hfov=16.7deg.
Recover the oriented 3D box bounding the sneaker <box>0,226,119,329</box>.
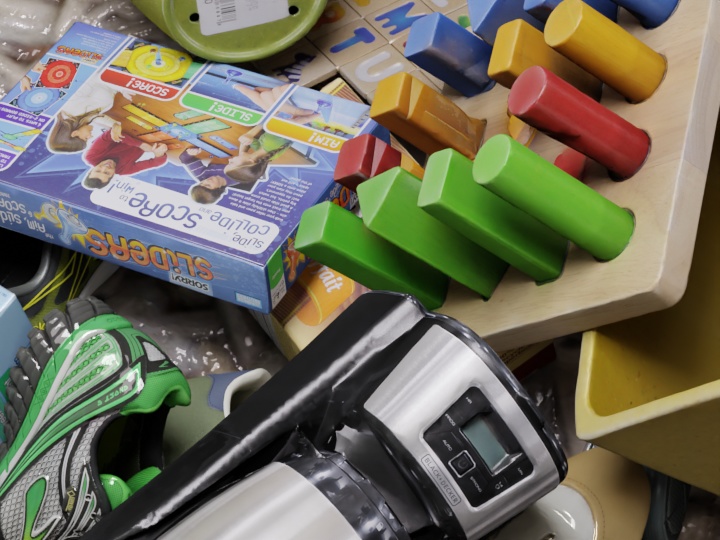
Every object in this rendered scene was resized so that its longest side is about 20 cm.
[{"bbox_3d":[-0.166,-0.029,1.347,0.074,0.085,0.200,9,61,17],"label":"sneaker"}]

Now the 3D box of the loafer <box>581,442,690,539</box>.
[{"bbox_3d":[0.144,0.042,1.246,0.063,0.072,0.200,3,61,21],"label":"loafer"}]

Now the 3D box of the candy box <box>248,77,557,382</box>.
[{"bbox_3d":[0.000,0.000,1.309,0.115,0.055,0.200,-33,56,-11],"label":"candy box"}]

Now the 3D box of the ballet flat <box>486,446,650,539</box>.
[{"bbox_3d":[0.066,0.155,1.143,0.069,0.063,0.200,30,73,30],"label":"ballet flat"}]

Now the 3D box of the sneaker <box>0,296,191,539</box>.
[{"bbox_3d":[-0.146,0.119,1.205,0.085,0.078,0.200,31,111,31],"label":"sneaker"}]

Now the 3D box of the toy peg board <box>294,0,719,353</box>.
[{"bbox_3d":[0.068,-0.073,1.179,0.200,0.098,0.200,-17,51,49],"label":"toy peg board"}]

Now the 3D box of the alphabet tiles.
[{"bbox_3d":[0.015,-0.149,1.386,0.167,0.008,0.200,-27,40,-14],"label":"alphabet tiles"}]

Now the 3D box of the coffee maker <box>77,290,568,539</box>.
[{"bbox_3d":[-0.032,0.105,1.107,0.200,0.135,0.192,-39,39,-17],"label":"coffee maker"}]

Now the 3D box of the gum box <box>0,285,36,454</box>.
[{"bbox_3d":[-0.224,0.119,1.215,0.045,0.170,0.200,30,68,26],"label":"gum box"}]

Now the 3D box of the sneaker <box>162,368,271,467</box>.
[{"bbox_3d":[-0.057,0.130,1.232,0.090,0.067,0.200,-25,53,3],"label":"sneaker"}]

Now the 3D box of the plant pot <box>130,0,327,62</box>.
[{"bbox_3d":[-0.085,-0.212,1.365,0.187,0.187,0.200,-20,47,0],"label":"plant pot"}]

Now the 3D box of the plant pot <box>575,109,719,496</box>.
[{"bbox_3d":[0.244,0.012,1.149,0.194,0.200,0.196,-22,47,41],"label":"plant pot"}]

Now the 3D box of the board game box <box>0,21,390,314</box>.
[{"bbox_3d":[-0.102,-0.058,1.295,0.200,0.035,0.135,18,48,23],"label":"board game box"}]
